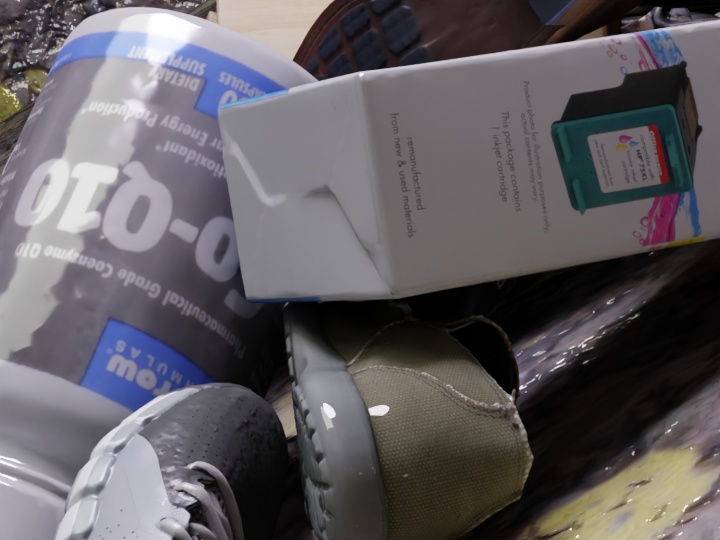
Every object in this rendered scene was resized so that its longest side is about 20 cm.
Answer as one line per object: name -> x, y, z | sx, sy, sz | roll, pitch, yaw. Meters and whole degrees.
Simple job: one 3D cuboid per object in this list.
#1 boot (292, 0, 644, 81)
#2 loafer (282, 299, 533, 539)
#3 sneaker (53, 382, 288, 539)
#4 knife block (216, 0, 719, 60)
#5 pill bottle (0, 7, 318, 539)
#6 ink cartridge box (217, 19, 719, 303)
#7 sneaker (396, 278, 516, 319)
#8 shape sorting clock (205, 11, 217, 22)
boot -> 0.055, -0.088, 0.898 | 0.097, 0.075, 0.200 | -12, -18, -46
loafer -> 0.015, 0.048, 0.764 | 0.069, 0.075, 0.200 | -7, 11, -2
sneaker -> -0.040, 0.099, 0.689 | 0.115, 0.075, 0.200 | -16, 29, 38
knife block -> 0.066, -0.093, 0.959 | 0.199, 0.064, 0.175 | 7, -15, -33
pill bottle -> -0.084, 0.023, 0.834 | 0.114, 0.114, 0.201 | -16, 47, 54
ink cartridge box -> 0.070, -0.038, 0.782 | 0.199, 0.068, 0.116 | -10, 3, -25
sneaker -> 0.000, 0.000, 0.973 | 0.200, 0.076, 0.088 | -29, 25, 56
shape sorting clock -> -0.095, -0.023, 1.065 | 0.200, 0.039, 0.200 | -60, 11, 19
